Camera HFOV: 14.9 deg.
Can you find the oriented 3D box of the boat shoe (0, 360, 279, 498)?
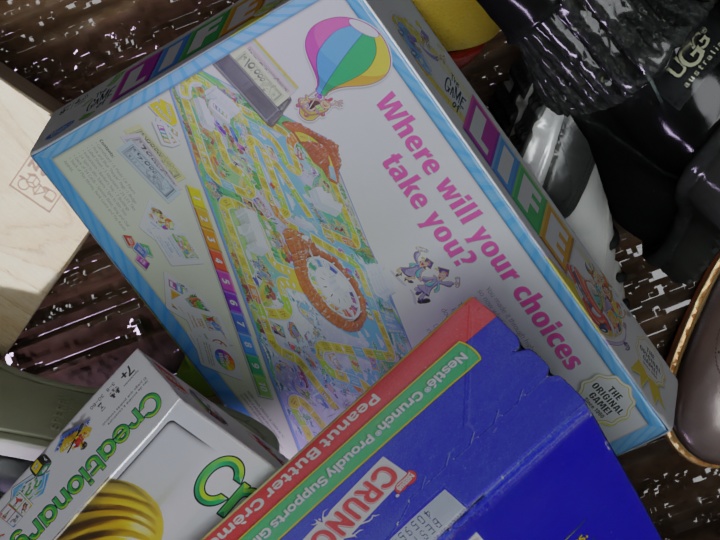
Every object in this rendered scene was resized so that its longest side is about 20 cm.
[{"bbox_3d":[-0.129,0.068,0.955,0.198,0.075,0.067,10,113,0],"label":"boat shoe"}]

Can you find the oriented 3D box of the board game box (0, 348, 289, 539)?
[{"bbox_3d":[-0.051,0.123,0.922,0.126,0.035,0.200,-48,135,3],"label":"board game box"}]

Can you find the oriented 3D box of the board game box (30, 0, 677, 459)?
[{"bbox_3d":[0.000,0.000,0.943,0.134,0.034,0.200,-27,111,24],"label":"board game box"}]

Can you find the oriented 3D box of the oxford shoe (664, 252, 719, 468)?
[{"bbox_3d":[0.181,-0.001,1.000,0.071,0.073,0.200,37,105,-10],"label":"oxford shoe"}]

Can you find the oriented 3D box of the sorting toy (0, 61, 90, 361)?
[{"bbox_3d":[-0.216,-0.023,1.004,0.199,0.070,0.199,34,105,-9],"label":"sorting toy"}]

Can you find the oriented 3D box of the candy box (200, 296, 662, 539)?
[{"bbox_3d":[0.028,0.138,0.910,0.169,0.077,0.200,-40,136,-9],"label":"candy box"}]

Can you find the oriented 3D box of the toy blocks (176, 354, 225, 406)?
[{"bbox_3d":[-0.080,0.125,1.042,0.136,0.100,0.201,-16,113,18],"label":"toy blocks"}]

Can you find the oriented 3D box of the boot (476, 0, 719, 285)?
[{"bbox_3d":[0.074,-0.081,0.883,0.158,0.211,0.080,40,84,6],"label":"boot"}]

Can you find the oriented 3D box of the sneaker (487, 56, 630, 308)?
[{"bbox_3d":[0.071,0.009,1.013,0.079,0.074,0.201,10,115,-6],"label":"sneaker"}]

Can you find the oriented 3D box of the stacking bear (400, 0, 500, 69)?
[{"bbox_3d":[0.005,-0.111,0.957,0.113,0.122,0.201,9,114,1],"label":"stacking bear"}]
